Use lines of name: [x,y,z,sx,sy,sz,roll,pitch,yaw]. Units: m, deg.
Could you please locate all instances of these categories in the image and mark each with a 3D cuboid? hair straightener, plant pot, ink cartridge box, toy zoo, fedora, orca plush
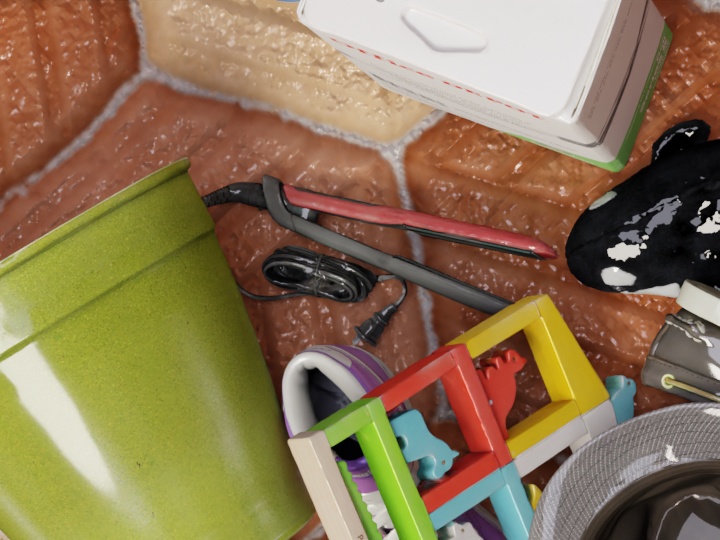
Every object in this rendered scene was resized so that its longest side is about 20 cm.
hair straightener: [0.000,0.000,1.472,0.199,0.041,0.077,14,88,12]
plant pot: [-0.123,0.076,1.428,0.200,0.200,0.193,-31,92,7]
ink cartridge box: [0.067,-0.120,1.387,0.145,0.200,0.084,21,90,12]
toy zoo: [0.065,0.099,1.397,0.200,0.020,0.132,-30,102,-35]
fedora: [0.178,0.168,1.395,0.176,0.090,0.200,-28,79,8]
orca plush: [0.200,-0.027,1.418,0.199,0.071,0.106,2,86,12]

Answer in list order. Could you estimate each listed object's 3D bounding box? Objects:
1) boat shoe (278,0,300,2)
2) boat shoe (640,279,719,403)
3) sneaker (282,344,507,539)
boat shoe: [-0.024,-0.243,1.482,0.072,0.072,0.201,14,88,13]
boat shoe: [0.238,0.077,1.400,0.201,0.072,0.061,30,97,8]
sneaker: [0.021,0.126,1.421,0.073,0.114,0.201,-38,80,5]
